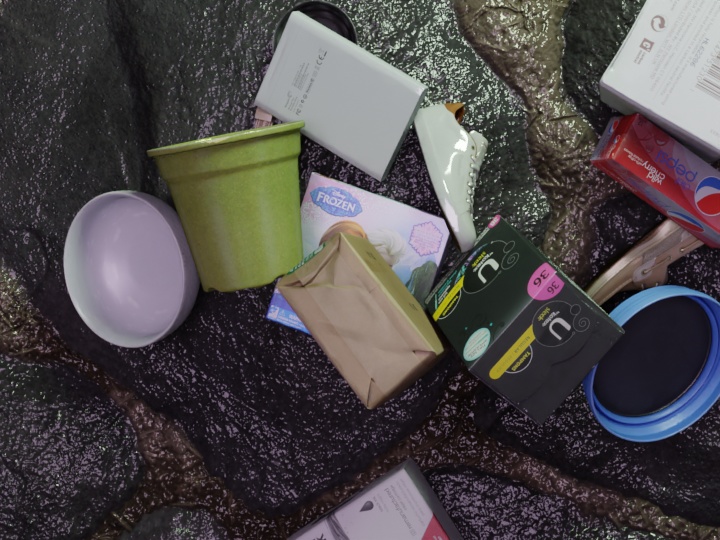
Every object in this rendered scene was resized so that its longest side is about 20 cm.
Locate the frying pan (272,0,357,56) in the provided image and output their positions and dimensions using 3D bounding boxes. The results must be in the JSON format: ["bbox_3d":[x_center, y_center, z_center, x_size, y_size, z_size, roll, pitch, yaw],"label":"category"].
[{"bbox_3d":[-0.024,-0.275,1.634,0.188,0.031,0.116,23,98,7],"label":"frying pan"}]

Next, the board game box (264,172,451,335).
[{"bbox_3d":[0.000,0.000,1.632,0.198,0.041,0.202,19,94,9],"label":"board game box"}]

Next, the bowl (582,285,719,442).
[{"bbox_3d":[0.356,0.110,1.518,0.198,0.039,0.203,-9,118,-16],"label":"bowl"}]

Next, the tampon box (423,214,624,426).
[{"bbox_3d":[0.187,0.055,1.502,0.126,0.200,0.150,38,98,-23],"label":"tampon box"}]

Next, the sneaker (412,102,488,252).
[{"bbox_3d":[0.125,-0.124,1.571,0.084,0.073,0.202,-16,68,4],"label":"sneaker"}]

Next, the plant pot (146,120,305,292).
[{"bbox_3d":[-0.147,-0.076,1.564,0.198,0.200,0.187,-10,98,10],"label":"plant pot"}]

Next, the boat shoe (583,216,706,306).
[{"bbox_3d":[0.352,-0.005,1.554,0.199,0.072,0.065,-40,88,2],"label":"boat shoe"}]

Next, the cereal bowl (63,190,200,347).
[{"bbox_3d":[-0.286,-0.006,1.651,0.198,0.083,0.203,6,103,28],"label":"cereal bowl"}]

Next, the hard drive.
[{"bbox_3d":[-0.027,-0.221,1.605,0.199,0.027,0.133,32,113,13],"label":"hard drive"}]

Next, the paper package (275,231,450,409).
[{"bbox_3d":[0.008,0.056,1.511,0.103,0.200,0.191,-39,84,8],"label":"paper package"}]

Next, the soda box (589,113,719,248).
[{"bbox_3d":[0.369,-0.102,1.480,0.199,0.070,0.064,32,84,-14],"label":"soda box"}]

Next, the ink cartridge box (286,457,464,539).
[{"bbox_3d":[0.018,0.358,1.615,0.199,0.083,0.148,-35,86,9],"label":"ink cartridge box"}]

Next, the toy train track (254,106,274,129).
[{"bbox_3d":[-0.145,-0.119,1.661,0.113,0.033,0.203,13,93,10],"label":"toy train track"}]

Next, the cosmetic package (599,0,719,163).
[{"bbox_3d":[0.387,-0.239,1.474,0.165,0.200,0.169,30,97,9],"label":"cosmetic package"}]
